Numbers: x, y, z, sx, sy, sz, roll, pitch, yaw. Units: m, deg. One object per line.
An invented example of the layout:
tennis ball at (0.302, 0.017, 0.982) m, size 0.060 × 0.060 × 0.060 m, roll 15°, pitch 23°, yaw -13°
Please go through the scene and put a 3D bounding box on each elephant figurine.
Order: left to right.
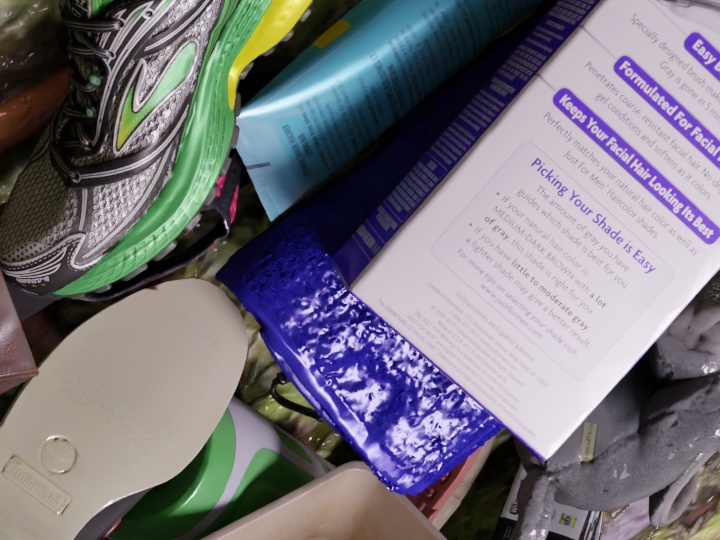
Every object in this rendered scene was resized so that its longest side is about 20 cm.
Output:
elephant figurine at (0.157, 0.068, 1.231) m, size 0.155 × 0.142 × 0.200 m, roll -15°, pitch 169°, yaw 12°

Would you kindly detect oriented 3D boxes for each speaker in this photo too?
speaker at (-0.059, 0.111, 1.074) m, size 0.088 × 0.088 × 0.200 m, roll -42°, pitch 150°, yaw 3°

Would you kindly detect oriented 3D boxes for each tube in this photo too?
tube at (0.030, -0.102, 0.913) m, size 0.200 × 0.050 × 0.078 m, roll -41°, pitch 145°, yaw -10°

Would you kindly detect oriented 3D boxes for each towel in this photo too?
towel at (0.057, -0.005, 0.959) m, size 0.200 × 0.050 × 0.148 m, roll -40°, pitch 121°, yaw 1°

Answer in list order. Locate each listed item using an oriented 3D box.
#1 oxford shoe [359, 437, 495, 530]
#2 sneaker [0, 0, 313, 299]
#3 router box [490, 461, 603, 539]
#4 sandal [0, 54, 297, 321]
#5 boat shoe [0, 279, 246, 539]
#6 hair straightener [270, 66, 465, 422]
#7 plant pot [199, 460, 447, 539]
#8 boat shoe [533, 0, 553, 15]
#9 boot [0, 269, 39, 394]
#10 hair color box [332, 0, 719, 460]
oxford shoe at (0.016, 0.130, 1.199) m, size 0.200 × 0.070 × 0.075 m, roll -51°, pitch 163°, yaw 28°
sneaker at (-0.085, -0.081, 0.823) m, size 0.085 × 0.078 × 0.200 m, roll 13°, pitch 112°, yaw -46°
router box at (0.089, 0.210, 1.297) m, size 0.149 × 0.051 × 0.200 m, roll 88°, pitch 22°, yaw -52°
sandal at (-0.095, -0.015, 0.909) m, size 0.200 × 0.045 × 0.075 m, roll -34°, pitch 149°, yaw -11°
boat shoe at (-0.127, 0.082, 0.942) m, size 0.202 × 0.074 × 0.063 m, roll -50°, pitch -166°, yaw -21°
hair straightener at (0.000, 0.000, 1.020) m, size 0.200 × 0.041 × 0.077 m, roll -58°, pitch -172°, yaw 37°
plant pot at (-0.029, 0.238, 0.983) m, size 0.200 × 0.200 × 0.177 m, roll -22°, pitch 149°, yaw -46°
boat shoe at (0.085, -0.071, 1.014) m, size 0.202 × 0.074 × 0.063 m, roll -55°, pitch 146°, yaw 13°
boot at (-0.197, 0.009, 0.786) m, size 0.199 × 0.064 × 0.187 m, roll -5°, pitch 149°, yaw -30°
hair color box at (0.095, -0.038, 0.899) m, size 0.200 × 0.109 × 0.065 m, roll -48°, pitch -167°, yaw 5°
